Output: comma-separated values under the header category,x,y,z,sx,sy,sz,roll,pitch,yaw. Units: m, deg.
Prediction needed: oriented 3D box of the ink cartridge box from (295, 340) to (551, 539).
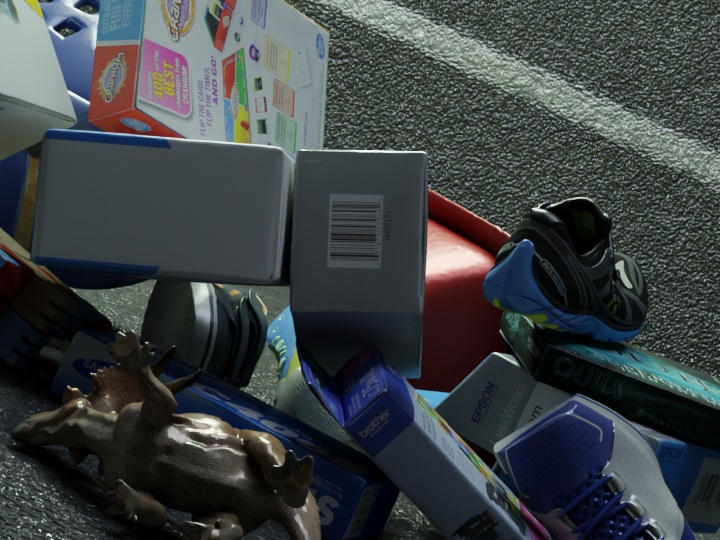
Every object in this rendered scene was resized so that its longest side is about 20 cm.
category,x,y,z,sx,sy,sz,roll,pitch,yaw
ink cartridge box,0.042,0.114,1.449,0.200,0.042,0.119,45,6,-11

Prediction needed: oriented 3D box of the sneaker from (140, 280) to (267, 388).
category,x,y,z,sx,sy,sz,roll,pitch,yaw
sneaker,-0.101,0.044,1.703,0.079,0.078,0.200,18,5,-12

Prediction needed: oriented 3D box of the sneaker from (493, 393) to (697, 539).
category,x,y,z,sx,sy,sz,roll,pitch,yaw
sneaker,0.168,0.171,1.442,0.199,0.081,0.115,52,7,-14

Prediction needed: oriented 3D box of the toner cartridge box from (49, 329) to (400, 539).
category,x,y,z,sx,sy,sz,roll,pitch,yaw
toner cartridge box,-0.078,0.098,1.458,0.200,0.043,0.095,26,3,15

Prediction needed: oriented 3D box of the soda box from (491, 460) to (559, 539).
category,x,y,z,sx,sy,sz,roll,pitch,yaw
soda box,0.118,0.157,1.662,0.068,0.064,0.200,25,5,4

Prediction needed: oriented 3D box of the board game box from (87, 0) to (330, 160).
category,x,y,z,sx,sy,sz,roll,pitch,yaw
board game box,-0.098,-0.133,1.656,0.040,0.153,0.200,-14,-29,33

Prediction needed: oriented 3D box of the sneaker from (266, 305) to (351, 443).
category,x,y,z,sx,sy,sz,roll,pitch,yaw
sneaker,-0.029,0.069,1.706,0.076,0.105,0.200,53,41,-15

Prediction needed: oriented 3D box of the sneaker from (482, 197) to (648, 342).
category,x,y,z,sx,sy,sz,roll,pitch,yaw
sneaker,0.144,-0.003,1.563,0.071,0.083,0.200,26,7,25

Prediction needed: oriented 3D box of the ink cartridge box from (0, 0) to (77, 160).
category,x,y,z,sx,sy,sz,roll,pitch,yaw
ink cartridge box,-0.296,-0.161,1.535,0.145,0.145,0.200,16,52,-66

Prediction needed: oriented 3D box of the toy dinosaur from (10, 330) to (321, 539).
category,x,y,z,sx,sy,sz,roll,pitch,yaw
toy dinosaur,-0.081,0.099,1.253,0.200,0.086,0.136,31,-1,5

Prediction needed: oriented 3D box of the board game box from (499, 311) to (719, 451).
category,x,y,z,sx,sy,sz,roll,pitch,yaw
board game box,0.193,0.077,1.583,0.200,0.028,0.135,21,9,-11

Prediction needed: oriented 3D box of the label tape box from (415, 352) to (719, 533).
category,x,y,z,sx,sy,sz,roll,pitch,yaw
label tape box,0.137,0.100,1.605,0.200,0.066,0.143,31,10,32

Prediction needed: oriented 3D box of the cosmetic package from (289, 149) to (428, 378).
category,x,y,z,sx,sy,sz,roll,pitch,yaw
cosmetic package,0.000,0.000,1.532,0.090,0.107,0.200,0,-12,3

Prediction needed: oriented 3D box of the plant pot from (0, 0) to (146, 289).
category,x,y,z,sx,sy,sz,roll,pitch,yaw
plant pot,-0.231,-0.094,1.733,0.200,0.200,0.180,28,33,19

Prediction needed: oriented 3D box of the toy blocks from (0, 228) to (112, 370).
category,x,y,z,sx,sy,sz,roll,pitch,yaw
toy blocks,-0.230,0.005,1.500,0.137,0.100,0.200,39,-1,15

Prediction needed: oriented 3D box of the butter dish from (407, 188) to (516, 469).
category,x,y,z,sx,sy,sz,roll,pitch,yaw
butter dish,0.023,0.050,1.840,0.148,0.200,0.199,-4,19,-28

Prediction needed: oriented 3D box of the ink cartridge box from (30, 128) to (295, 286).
category,x,y,z,sx,sy,sz,roll,pitch,yaw
ink cartridge box,-0.114,-0.035,1.508,0.146,0.084,0.200,4,0,1
